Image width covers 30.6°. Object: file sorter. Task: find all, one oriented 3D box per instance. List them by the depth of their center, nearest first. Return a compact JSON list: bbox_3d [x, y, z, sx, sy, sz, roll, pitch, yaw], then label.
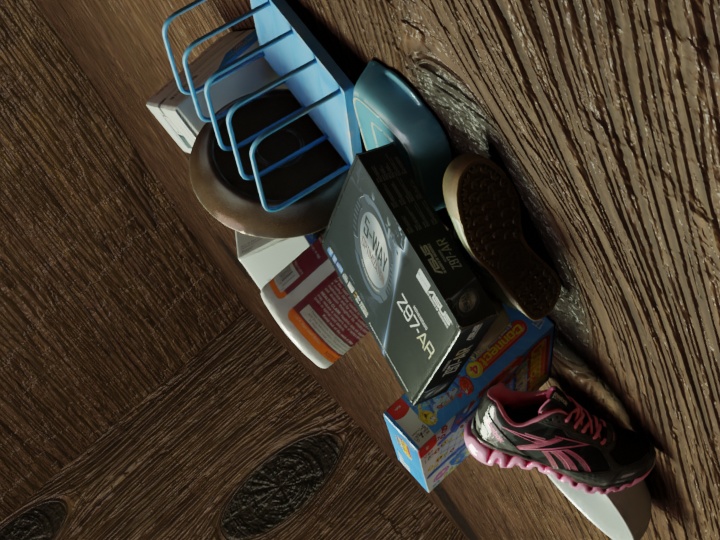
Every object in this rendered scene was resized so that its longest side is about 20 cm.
[{"bbox_3d":[-0.102,-0.185,1.360,0.201,0.122,0.139,53,165,28],"label":"file sorter"}]

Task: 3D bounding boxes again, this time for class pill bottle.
[{"bbox_3d":[0.000,0.000,1.419,0.114,0.199,0.114,49,-176,-4],"label":"pill bottle"}]

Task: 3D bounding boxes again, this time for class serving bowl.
[{"bbox_3d":[0.260,0.216,1.485,0.200,0.066,0.200,49,170,11],"label":"serving bowl"}]

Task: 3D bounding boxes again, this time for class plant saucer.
[{"bbox_3d":[-0.088,-0.126,1.422,0.200,0.199,0.032,45,157,25],"label":"plant saucer"}]

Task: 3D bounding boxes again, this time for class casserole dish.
[{"bbox_3d":[0.041,-0.124,1.296,0.121,0.039,0.200,47,171,23],"label":"casserole dish"}]

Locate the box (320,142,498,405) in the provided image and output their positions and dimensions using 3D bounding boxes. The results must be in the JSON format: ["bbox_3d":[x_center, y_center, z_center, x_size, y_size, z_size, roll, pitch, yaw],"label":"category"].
[{"bbox_3d":[0.041,0.006,1.259,0.201,0.043,0.161,60,153,20],"label":"box"}]

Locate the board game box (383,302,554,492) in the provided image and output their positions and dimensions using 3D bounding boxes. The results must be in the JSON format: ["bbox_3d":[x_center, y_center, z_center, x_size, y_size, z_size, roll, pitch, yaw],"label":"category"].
[{"bbox_3d":[0.121,0.136,1.434,0.056,0.195,0.200,45,170,20],"label":"board game box"}]

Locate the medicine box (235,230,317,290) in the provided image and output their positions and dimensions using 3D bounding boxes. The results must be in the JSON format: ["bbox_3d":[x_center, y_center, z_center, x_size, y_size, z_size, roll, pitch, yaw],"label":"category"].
[{"bbox_3d":[-0.094,-0.032,1.880,0.183,0.102,0.201,57,-167,-36],"label":"medicine box"}]

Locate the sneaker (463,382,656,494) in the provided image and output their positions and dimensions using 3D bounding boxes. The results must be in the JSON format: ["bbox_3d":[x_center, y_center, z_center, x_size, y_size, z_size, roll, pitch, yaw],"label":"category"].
[{"bbox_3d":[0.207,0.162,1.335,0.197,0.079,0.096,10,129,2],"label":"sneaker"}]

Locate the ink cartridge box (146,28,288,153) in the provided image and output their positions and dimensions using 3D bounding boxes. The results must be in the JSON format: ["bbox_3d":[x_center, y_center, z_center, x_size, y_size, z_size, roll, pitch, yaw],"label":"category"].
[{"bbox_3d":[-0.164,-0.213,1.576,0.086,0.146,0.200,50,171,-17],"label":"ink cartridge box"}]

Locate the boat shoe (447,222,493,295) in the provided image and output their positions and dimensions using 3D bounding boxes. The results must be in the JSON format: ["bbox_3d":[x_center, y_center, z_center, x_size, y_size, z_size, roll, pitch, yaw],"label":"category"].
[{"bbox_3d":[0.118,0.002,1.362,0.071,0.073,0.201,26,159,14],"label":"boat shoe"}]

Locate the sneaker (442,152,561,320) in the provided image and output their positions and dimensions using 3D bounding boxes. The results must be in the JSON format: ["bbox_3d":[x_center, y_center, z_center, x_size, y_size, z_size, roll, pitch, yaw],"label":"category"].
[{"bbox_3d":[0.109,-0.036,1.211,0.090,0.067,0.201,31,162,49],"label":"sneaker"}]

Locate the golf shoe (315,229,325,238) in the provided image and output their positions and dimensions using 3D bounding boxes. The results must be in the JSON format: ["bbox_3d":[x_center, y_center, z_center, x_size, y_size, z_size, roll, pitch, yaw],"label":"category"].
[{"bbox_3d":[0.017,-0.013,1.763,0.088,0.077,0.200,44,-175,-46],"label":"golf shoe"}]

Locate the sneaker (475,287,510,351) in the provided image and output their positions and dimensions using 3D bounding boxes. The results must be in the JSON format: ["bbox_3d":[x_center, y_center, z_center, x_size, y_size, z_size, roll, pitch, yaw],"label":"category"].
[{"bbox_3d":[0.083,0.042,1.339,0.076,0.070,0.200,51,156,-8],"label":"sneaker"}]
